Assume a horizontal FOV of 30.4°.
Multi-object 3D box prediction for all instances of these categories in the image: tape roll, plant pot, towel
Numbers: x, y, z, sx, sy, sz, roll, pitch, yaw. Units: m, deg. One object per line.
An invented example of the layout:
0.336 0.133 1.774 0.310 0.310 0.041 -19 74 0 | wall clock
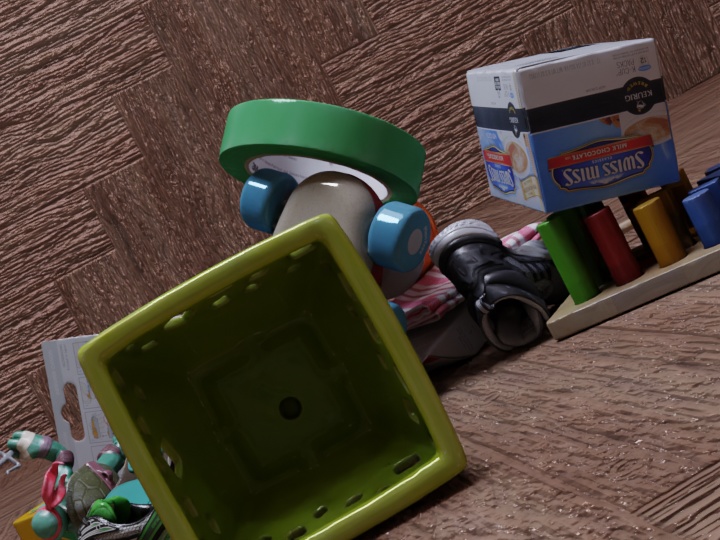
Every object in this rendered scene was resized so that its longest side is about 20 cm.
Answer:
-0.037 -0.109 1.299 0.200 0.048 0.200 10 -13 2 | tape roll
-0.059 0.097 0.948 0.199 0.200 0.181 -29 -4 -4 | plant pot
0.093 0.009 1.394 0.200 0.030 0.146 -35 8 -36 | towel

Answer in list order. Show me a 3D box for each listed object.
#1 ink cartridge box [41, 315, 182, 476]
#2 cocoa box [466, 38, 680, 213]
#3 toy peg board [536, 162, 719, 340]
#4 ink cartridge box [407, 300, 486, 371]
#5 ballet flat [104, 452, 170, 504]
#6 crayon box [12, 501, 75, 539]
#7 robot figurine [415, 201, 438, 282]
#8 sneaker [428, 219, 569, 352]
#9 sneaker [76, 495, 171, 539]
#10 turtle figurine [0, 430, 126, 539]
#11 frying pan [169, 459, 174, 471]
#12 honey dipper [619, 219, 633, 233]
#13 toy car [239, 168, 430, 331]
-0.221 0.135 1.389 0.199 0.163 0.057 -7 5 17 | ink cartridge box
0.192 -0.136 1.236 0.133 0.132 0.200 -13 10 -7 | cocoa box
0.264 -0.044 1.208 0.199 0.098 0.200 -26 4 27 | toy peg board
0.040 0.103 1.343 0.161 0.050 0.200 -24 17 43 | ink cartridge box
-0.191 0.209 1.214 0.068 0.067 0.200 -14 25 15 | ballet flat
-0.300 0.262 1.492 0.200 0.052 0.126 -26 4 39 | crayon box
0.020 -0.032 1.469 0.116 0.144 0.200 -28 -8 20 | robot figurine
0.152 0.027 1.264 0.200 0.114 0.075 19 -53 -44 | sneaker
-0.201 0.223 1.043 0.200 0.085 0.078 -28 4 12 | sneaker
-0.265 0.219 1.251 0.100 0.150 0.200 -1 9 31 | turtle figurine
-0.134 0.132 1.174 0.115 0.031 0.191 90 -163 -63 | frying pan
0.298 -0.047 1.510 0.200 0.038 0.038 -26 3 -19 | honey dipper
0.000 0.000 1.297 0.184 0.178 0.200 16 4 31 | toy car
